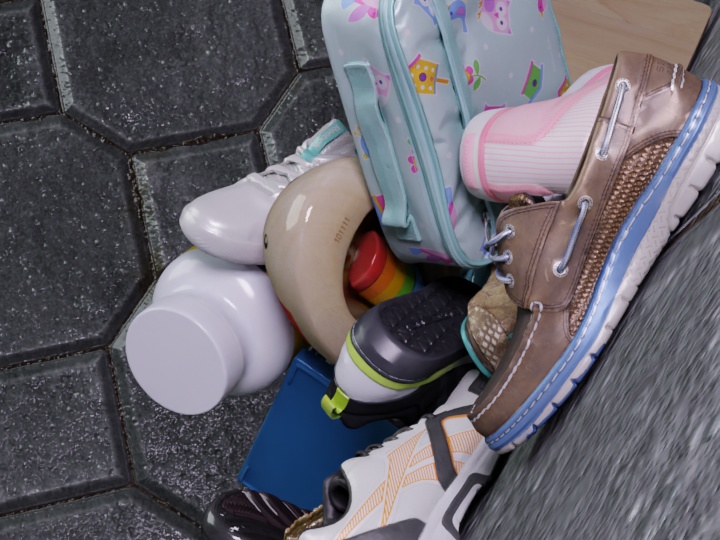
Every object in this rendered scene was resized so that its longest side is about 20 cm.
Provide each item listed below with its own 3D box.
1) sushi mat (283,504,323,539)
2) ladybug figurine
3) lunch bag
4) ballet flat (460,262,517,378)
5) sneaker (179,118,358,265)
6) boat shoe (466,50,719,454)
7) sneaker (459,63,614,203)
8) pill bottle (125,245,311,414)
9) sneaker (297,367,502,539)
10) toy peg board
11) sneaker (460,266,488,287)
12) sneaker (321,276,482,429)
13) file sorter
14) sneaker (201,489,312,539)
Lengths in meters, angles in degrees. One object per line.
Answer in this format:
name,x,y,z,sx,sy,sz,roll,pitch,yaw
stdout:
sushi mat,-0.019,0.197,0.787,0.095,0.012,0.201,-24,-33,-28
ladybug figurine,0.000,0.000,0.810,0.200,0.072,0.136,44,-115,-48
lunch bag,0.061,-0.104,0.747,0.160,0.077,0.201,-41,-58,-39
ballet flat,0.112,0.014,0.763,0.065,0.071,0.200,-31,9,19
sneaker,-0.037,-0.063,0.848,0.199,0.075,0.089,-14,-46,-42
boat shoe,0.098,-0.010,0.577,0.201,0.072,0.072,-59,-4,5
sneaker,0.159,-0.080,0.722,0.200,0.104,0.076,-21,-73,-43
pill bottle,-0.081,0.022,0.887,0.200,0.112,0.112,-43,-14,-55
sneaker,0.029,0.112,0.671,0.200,0.080,0.074,-52,-9,-49
toy peg board,0.147,-0.150,0.949,0.199,0.199,0.098,-56,-19,-44
sneaker,0.131,-0.021,0.990,0.200,0.079,0.131,-57,-3,-22
sneaker,0.039,0.058,0.782,0.200,0.072,0.083,-2,-47,-54
file sorter,0.011,0.119,0.946,0.123,0.138,0.200,-51,-7,-39
sneaker,-0.060,0.224,0.847,0.116,0.076,0.200,-54,-38,7
